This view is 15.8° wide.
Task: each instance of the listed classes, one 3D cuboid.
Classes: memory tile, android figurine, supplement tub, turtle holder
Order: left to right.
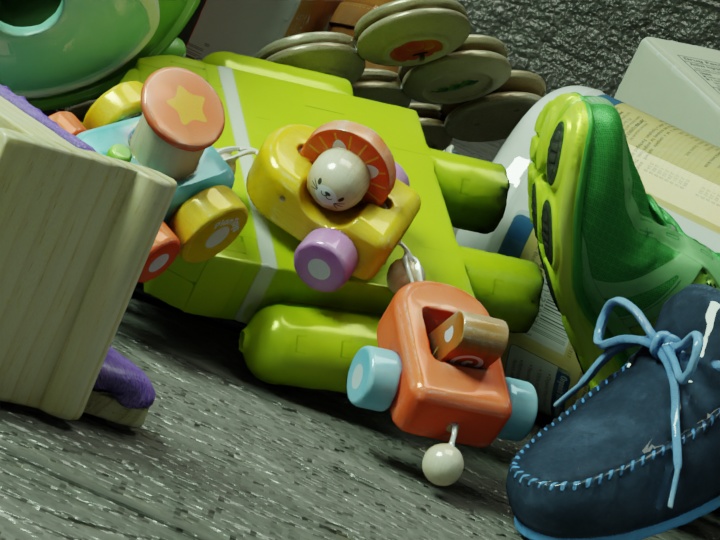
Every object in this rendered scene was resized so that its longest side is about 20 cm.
[{"bbox_3d":[-0.154,-0.142,1.034,0.185,0.142,0.132,13,-8,5],"label":"turtle holder"},{"bbox_3d":[-0.028,-0.024,1.029,0.199,0.041,0.182,8,41,-24],"label":"android figurine"},{"bbox_3d":[-0.025,-0.067,1.172,0.199,0.017,0.153,-17,-20,18],"label":"memory tile"},{"bbox_3d":[0.148,0.019,1.159,0.199,0.145,0.145,27,8,16],"label":"supplement tub"}]

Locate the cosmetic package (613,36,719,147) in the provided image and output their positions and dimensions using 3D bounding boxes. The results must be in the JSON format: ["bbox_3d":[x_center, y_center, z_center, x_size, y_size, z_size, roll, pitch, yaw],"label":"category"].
[{"bbox_3d":[0.212,-0.027,1.310,0.103,0.087,0.200,9,28,-34],"label":"cosmetic package"}]

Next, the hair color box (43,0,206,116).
[{"bbox_3d":[-0.120,-0.141,1.197,0.061,0.201,0.101,28,9,29],"label":"hair color box"}]

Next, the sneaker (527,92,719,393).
[{"bbox_3d":[0.119,0.006,1.033,0.074,0.083,0.200,-101,170,-55],"label":"sneaker"}]

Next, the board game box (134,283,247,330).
[{"bbox_3d":[-0.138,-0.034,1.066,0.199,0.028,0.135,21,9,-27],"label":"board game box"}]

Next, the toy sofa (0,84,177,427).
[{"bbox_3d":[-0.136,-0.029,0.842,0.097,0.083,0.200,16,11,-41],"label":"toy sofa"}]

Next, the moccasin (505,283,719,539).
[{"bbox_3d":[0.126,0.033,0.955,0.080,0.068,0.200,19,38,42],"label":"moccasin"}]

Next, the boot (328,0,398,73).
[{"bbox_3d":[-0.007,-0.084,1.330,0.073,0.155,0.200,23,8,-10],"label":"boot"}]

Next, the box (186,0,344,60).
[{"bbox_3d":[-0.085,-0.108,1.371,0.097,0.125,0.200,25,8,3],"label":"box"}]

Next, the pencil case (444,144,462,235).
[{"bbox_3d":[0.106,0.005,1.343,0.199,0.078,0.089,22,-28,-16],"label":"pencil case"}]

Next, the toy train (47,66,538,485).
[{"bbox_3d":[-0.025,-0.009,0.934,0.199,0.056,0.151,16,41,-19],"label":"toy train"}]
